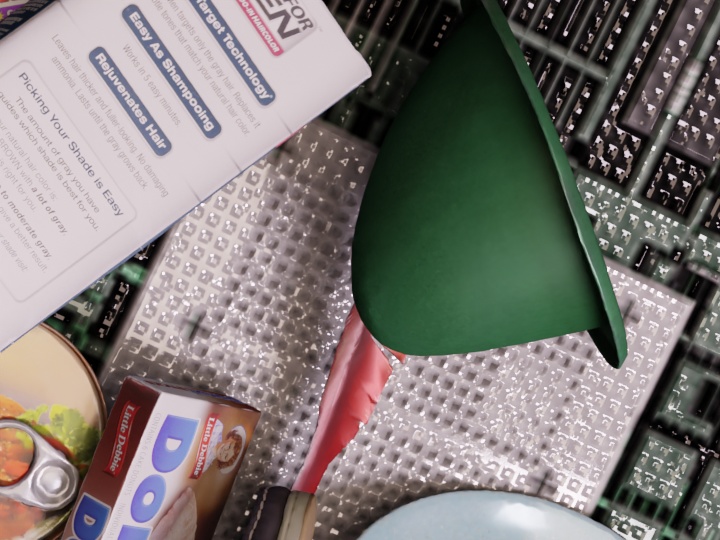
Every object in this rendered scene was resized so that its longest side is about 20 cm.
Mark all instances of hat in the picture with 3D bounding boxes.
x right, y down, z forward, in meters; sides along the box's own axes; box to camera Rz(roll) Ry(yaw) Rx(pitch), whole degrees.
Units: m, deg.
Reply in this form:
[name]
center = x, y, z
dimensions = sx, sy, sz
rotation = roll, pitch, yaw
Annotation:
[hat]
center = 0.000, 0.000, 1.076
dimensions = 0.176, 0.166, 0.200
rotation = -21, 91, 0

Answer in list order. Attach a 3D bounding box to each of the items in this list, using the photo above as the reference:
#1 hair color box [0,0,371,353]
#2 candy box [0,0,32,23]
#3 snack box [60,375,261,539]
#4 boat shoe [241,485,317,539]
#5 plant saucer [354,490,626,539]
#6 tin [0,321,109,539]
[hair color box]
center = -0.107, -0.060, 1.050
dimensions = 0.200, 0.061, 0.100
rotation = -37, 104, -9
[candy box]
center = -0.141, -0.108, 1.082
dimensions = 0.200, 0.026, 0.102
rotation = 4, 95, -16
[snack box]
center = -0.106, 0.143, 1.117
dimensions = 0.072, 0.024, 0.200
rotation = 16, 97, -54
[boat shoe]
center = -0.078, 0.176, 1.092
dimensions = 0.065, 0.072, 0.200
rotation = 23, 86, 5
[plant saucer]
center = 0.069, 0.187, 1.135
dimensions = 0.201, 0.201, 0.039
rotation = 14, 139, -16
[tin]
center = -0.197, 0.043, 1.088
dimensions = 0.200, 0.042, 0.112
rotation = 32, 95, -18
